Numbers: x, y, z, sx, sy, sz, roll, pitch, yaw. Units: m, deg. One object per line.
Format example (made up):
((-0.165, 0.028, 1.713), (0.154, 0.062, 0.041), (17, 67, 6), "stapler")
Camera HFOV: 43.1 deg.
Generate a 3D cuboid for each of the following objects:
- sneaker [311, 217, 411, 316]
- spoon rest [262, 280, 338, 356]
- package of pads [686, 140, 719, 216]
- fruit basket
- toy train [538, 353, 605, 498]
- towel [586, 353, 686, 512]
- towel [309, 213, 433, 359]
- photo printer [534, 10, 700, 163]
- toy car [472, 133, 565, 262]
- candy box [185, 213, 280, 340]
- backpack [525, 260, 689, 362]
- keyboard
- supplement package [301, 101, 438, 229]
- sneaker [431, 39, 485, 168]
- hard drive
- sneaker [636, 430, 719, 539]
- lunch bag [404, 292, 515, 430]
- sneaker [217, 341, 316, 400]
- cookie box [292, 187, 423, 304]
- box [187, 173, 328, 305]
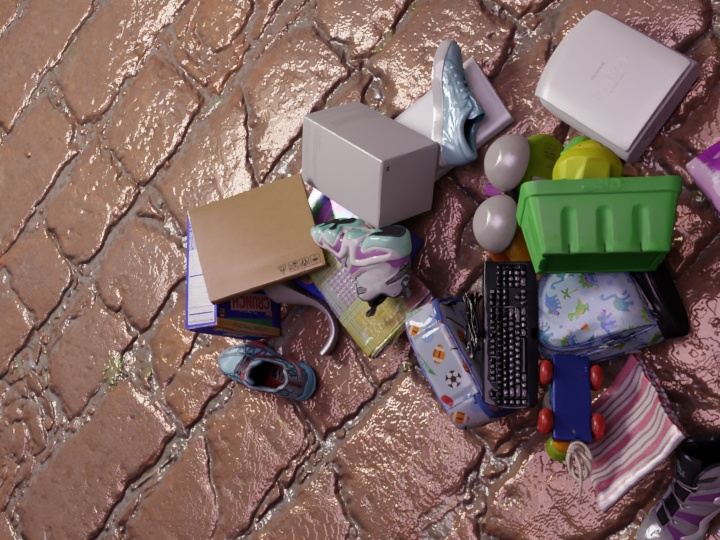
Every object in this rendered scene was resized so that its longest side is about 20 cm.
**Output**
((0.000, 0.000, 1.375), (0.199, 0.077, 0.141), (15, 119, 50), "sneaker")
((-0.105, 0.051, 1.534), (0.061, 0.099, 0.200), (-42, 82, 6), "spoon rest")
((0.534, -0.092, 1.194), (0.120, 0.076, 0.201), (-36, 64, 17), "package of pads")
((0.305, -0.101, 1.192), (0.213, 0.156, 0.218), (-2, 73, 6), "fruit basket")
((0.273, 0.224, 1.215), (0.084, 0.116, 0.202), (5, 58, 3), "toy train")
((0.342, 0.208, 1.193), (0.030, 0.200, 0.147), (34, 110, -11), "towel")
((0.012, 0.024, 1.426), (0.144, 0.023, 0.200), (-48, 64, 15), "towel")
((0.365, -0.276, 1.334), (0.200, 0.069, 0.167), (41, 102, 30), "photo printer")
((0.240, -0.098, 1.340), (0.150, 0.173, 0.202), (180, 102, -67), "toy car")
((-0.217, 0.011, 1.564), (0.076, 0.169, 0.202), (-8, 76, 32), "candy box")
((0.324, 0.050, 1.264), (0.199, 0.153, 0.165), (-28, 71, 35), "backpack")
((0.186, 0.084, 1.229), (0.103, 0.040, 0.202), (-3, 74, 16), "keyboard")
((0.011, -0.171, 1.454), (0.200, 0.120, 0.121), (35, 134, 40), "supplement package")
((0.160, -0.262, 1.426), (0.081, 0.074, 0.203), (0, 91, 29), "sneaker")
((0.137, -0.235, 1.486), (0.199, 0.026, 0.133), (-37, 64, 20), "hard drive")
((0.409, 0.268, 1.154), (0.200, 0.140, 0.078), (-41, 28, 10), "sneaker")
((0.149, 0.130, 1.332), (0.075, 0.160, 0.202), (-30, 73, 24), "lunch bag")
((-0.173, 0.164, 1.550), (0.198, 0.095, 0.080), (9, 84, 31), "sneaker")
((-0.021, -0.027, 1.509), (0.199, 0.075, 0.172), (30, 96, 30), "cookie box")
((-0.167, -0.052, 1.469), (0.198, 0.021, 0.165), (-18, 74, 3), "box")
